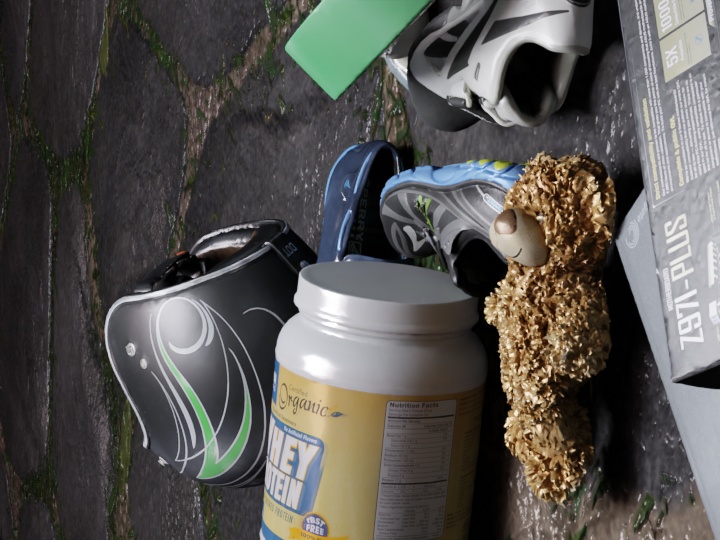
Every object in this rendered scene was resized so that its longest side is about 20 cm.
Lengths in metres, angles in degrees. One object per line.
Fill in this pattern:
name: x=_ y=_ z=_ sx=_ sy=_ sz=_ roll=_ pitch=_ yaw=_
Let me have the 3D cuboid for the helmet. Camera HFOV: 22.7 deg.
helmet: x=-0.093 y=0.075 z=1.420 sx=0.193 sy=0.198 sz=0.200 roll=69 pitch=163 yaw=-14

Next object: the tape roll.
tape roll: x=0.039 y=-0.192 z=1.103 sx=0.201 sy=0.048 sz=0.200 roll=-46 pitch=4 yaw=4

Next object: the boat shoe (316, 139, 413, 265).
boat shoe: x=0.000 y=0.000 z=1.331 sx=0.069 sy=0.083 sz=0.203 roll=154 pitch=114 yaw=-63

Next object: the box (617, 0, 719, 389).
box: x=0.199 y=-0.066 z=0.748 sx=0.163 sy=0.085 sz=0.202 roll=-32 pitch=58 yaw=52

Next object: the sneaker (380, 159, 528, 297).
sneaker: x=0.064 y=-0.025 z=1.171 sx=0.199 sy=0.070 sz=0.084 roll=174 pitch=102 yaw=-66

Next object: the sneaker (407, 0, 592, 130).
sneaker: x=0.083 y=-0.120 z=1.103 sx=0.200 sy=0.073 sz=0.090 roll=130 pitch=140 yaw=-60

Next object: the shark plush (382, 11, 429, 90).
shark plush: x=0.000 y=-0.214 z=1.334 sx=0.201 sy=0.082 sz=0.092 roll=-112 pitch=30 yaw=-46

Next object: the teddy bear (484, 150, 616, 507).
teddy bear: x=0.103 y=0.034 z=1.030 sx=0.146 sy=0.066 sz=0.202 roll=-94 pitch=6 yaw=-53

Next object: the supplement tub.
supplement tub: x=0.010 y=0.105 z=1.207 sx=0.145 sy=0.143 sz=0.203 roll=-147 pitch=61 yaw=-66

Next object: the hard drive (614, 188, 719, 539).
hard drive: x=0.191 y=0.022 z=0.885 sx=0.140 sy=0.032 sz=0.202 roll=116 pitch=148 yaw=-49
